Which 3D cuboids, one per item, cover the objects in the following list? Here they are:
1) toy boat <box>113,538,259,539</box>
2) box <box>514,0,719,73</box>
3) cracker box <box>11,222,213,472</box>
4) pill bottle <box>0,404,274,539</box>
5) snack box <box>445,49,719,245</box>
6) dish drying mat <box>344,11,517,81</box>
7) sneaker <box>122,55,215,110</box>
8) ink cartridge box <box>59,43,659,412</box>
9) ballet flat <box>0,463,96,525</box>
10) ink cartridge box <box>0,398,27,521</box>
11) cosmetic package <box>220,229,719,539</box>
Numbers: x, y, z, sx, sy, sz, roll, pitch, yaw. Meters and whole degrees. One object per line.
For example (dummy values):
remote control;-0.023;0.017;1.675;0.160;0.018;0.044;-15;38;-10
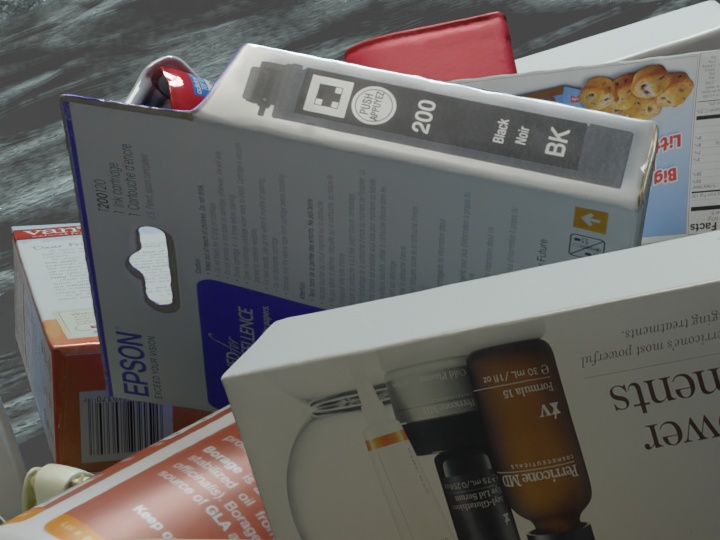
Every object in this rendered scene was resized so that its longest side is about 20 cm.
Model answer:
toy boat;-0.005;0.147;0.749;0.199;0.131;0.131;1;-27;-2
box;0.086;-0.029;1.280;0.199;0.125;0.098;-17;11;3
cracker box;-0.074;0.027;1.221;0.133;0.058;0.200;-3;16;-10
pill bottle;-0.026;0.099;0.954;0.199;0.113;0.112;-27;16;-34
snack box;0.094;-0.039;1.033;0.199;0.072;0.024;-4;-17;34
dish drying mat;0.037;-0.010;1.189;0.076;0.201;0.018;-10;-23;9
sneaker;-0.033;-0.062;1.355;0.199;0.113;0.071;-25;28;-21
ink cartridge box;0.000;0.000;1.027;0.199;0.199;0.044;11;57;7
ballet flat;-0.126;0.118;1.092;0.069;0.072;0.200;2;23;40
ink cartridge box;-0.251;0.094;1.186;0.146;0.147;0.200;-28;17;-34
cosmetic package;0.075;0.074;0.839;0.199;0.152;0.052;-12;16;24
